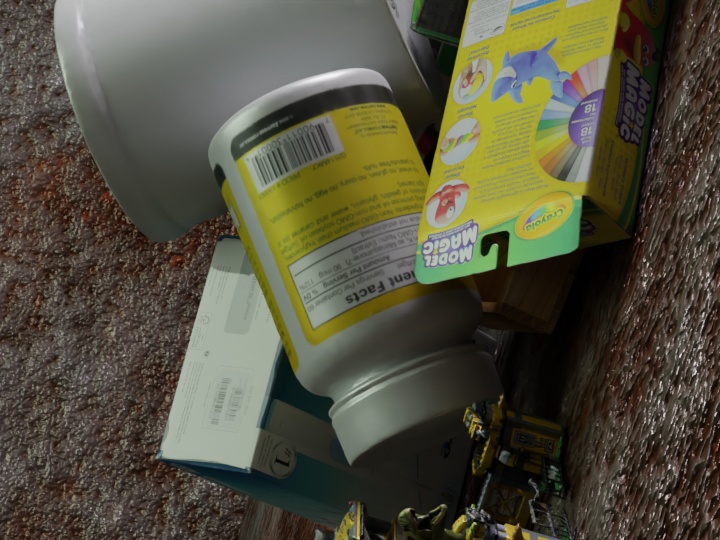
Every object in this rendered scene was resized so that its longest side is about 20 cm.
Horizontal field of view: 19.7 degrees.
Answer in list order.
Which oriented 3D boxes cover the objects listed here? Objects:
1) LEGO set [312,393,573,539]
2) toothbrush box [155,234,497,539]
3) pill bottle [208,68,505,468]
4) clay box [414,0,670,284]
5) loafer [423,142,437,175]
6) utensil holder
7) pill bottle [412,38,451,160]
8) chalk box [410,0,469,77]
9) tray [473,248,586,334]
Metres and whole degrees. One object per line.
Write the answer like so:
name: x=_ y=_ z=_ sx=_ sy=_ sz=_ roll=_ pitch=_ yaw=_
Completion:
LEGO set: x=0.033 y=0.146 z=1.031 sx=0.200 sy=0.115 sz=0.155 roll=-84 pitch=11 yaw=-61
toothbrush box: x=-0.016 y=0.080 z=1.298 sx=0.085 sy=0.200 sz=0.148 roll=4 pitch=72 yaw=40
pill bottle: x=0.000 y=0.000 z=1.154 sx=0.114 sy=0.113 sz=0.201 roll=120 pitch=129 yaw=-69
clay box: x=0.098 y=-0.079 z=1.105 sx=0.114 sy=0.048 sz=0.201 roll=-13 pitch=54 yaw=41
loafer: x=0.082 y=-0.084 z=1.467 sx=0.068 sy=0.075 sz=0.201 roll=115 pitch=178 yaw=-69
utensil holder: x=-0.066 y=-0.132 z=1.285 sx=0.170 sy=0.199 sz=0.171 roll=-22 pitch=-90 yaw=-80
pill bottle: x=0.044 y=-0.177 z=1.409 sx=0.201 sy=0.110 sz=0.111 roll=-57 pitch=5 yaw=-2
chalk box: x=0.105 y=-0.203 z=1.269 sx=0.124 sy=0.124 sz=0.201 roll=-82 pitch=11 yaw=-55
tray: x=0.098 y=-0.015 z=1.221 sx=0.200 sy=0.037 sz=0.099 roll=177 pitch=115 yaw=-84
